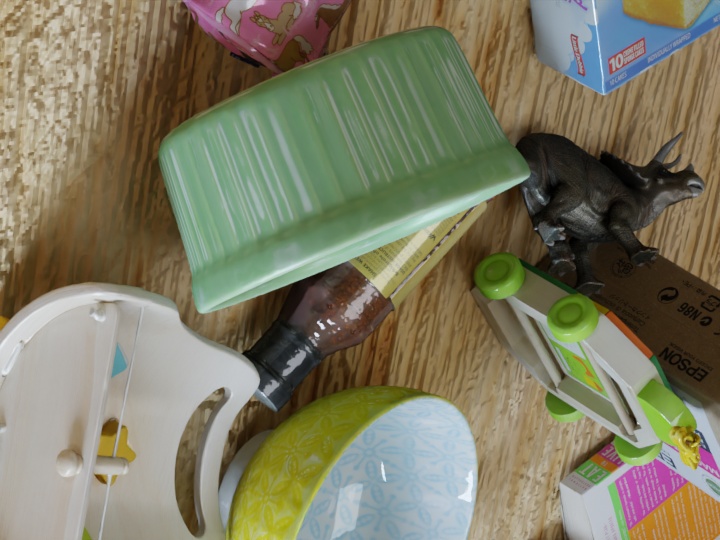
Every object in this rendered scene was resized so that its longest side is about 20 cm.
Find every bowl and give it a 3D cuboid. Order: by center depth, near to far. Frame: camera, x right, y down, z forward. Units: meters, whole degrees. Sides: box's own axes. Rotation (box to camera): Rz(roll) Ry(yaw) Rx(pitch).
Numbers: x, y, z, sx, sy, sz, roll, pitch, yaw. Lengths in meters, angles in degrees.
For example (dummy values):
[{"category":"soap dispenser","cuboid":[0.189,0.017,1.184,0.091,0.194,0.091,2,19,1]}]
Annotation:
[{"category":"bowl","cuboid":[-0.026,0.154,1.433,0.200,0.108,0.201,-32,132,-43]}]

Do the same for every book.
[{"category":"book","cuboid":[0.241,0.160,1.739,0.200,0.048,0.134,-33,130,-25]}]

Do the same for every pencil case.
[{"category":"pencil case","cuboid":[-0.015,-0.203,1.259,0.200,0.083,0.087,-56,148,-1]}]

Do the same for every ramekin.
[{"category":"ramekin","cuboid":[-0.015,-0.058,1.264,0.200,0.200,0.098,-22,88,-32]}]

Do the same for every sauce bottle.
[{"category":"sauce bottle","cuboid":[0.000,0.000,1.407,0.200,0.066,0.066,-46,136,-11]}]

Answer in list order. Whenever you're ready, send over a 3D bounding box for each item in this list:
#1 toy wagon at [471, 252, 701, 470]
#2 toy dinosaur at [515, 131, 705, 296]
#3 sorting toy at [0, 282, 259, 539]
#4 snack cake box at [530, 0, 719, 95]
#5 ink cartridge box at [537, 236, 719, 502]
[{"category":"toy wagon","cuboid":[0.155,0.066,1.487,0.040,0.200,0.155,-46,136,-14]},{"category":"toy dinosaur","cuboid":[0.137,-0.049,1.499,0.200,0.103,0.077,14,139,-34]},{"category":"sorting toy","cuboid":[-0.131,0.108,1.306,0.180,0.107,0.201,10,91,-47]},{"category":"snack cake box","cuboid":[0.200,-0.213,1.459,0.200,0.067,0.115,-32,133,-25]},{"category":"ink cartridge box","cuboid":[0.223,0.074,1.555,0.075,0.200,0.165,-43,135,-14]}]
